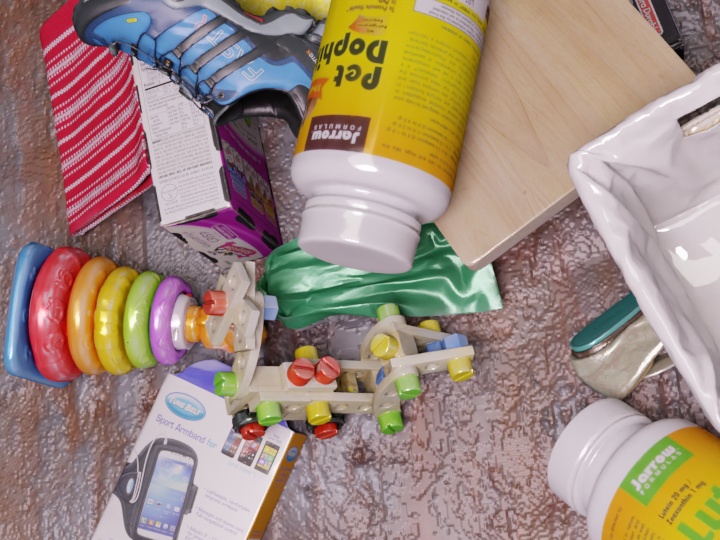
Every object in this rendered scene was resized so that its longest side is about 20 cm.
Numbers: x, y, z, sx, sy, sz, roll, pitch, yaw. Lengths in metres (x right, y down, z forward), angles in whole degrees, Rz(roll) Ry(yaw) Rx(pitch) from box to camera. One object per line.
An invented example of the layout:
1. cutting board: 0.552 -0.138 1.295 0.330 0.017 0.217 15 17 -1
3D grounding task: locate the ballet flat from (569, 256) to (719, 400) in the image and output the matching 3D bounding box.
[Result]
1. ballet flat: 0.241 0.019 0.886 0.200 0.067 0.062 -40 99 7

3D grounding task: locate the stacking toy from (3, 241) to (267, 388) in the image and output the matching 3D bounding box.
1. stacking toy: -0.169 0.040 0.955 0.199 0.116 0.110 3 78 12

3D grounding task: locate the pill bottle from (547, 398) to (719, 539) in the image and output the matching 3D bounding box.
1. pill bottle: 0.220 0.167 0.797 0.111 0.111 0.200 -53 46 -1

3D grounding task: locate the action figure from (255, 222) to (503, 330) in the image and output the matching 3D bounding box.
1. action figure: 0.000 0.000 0.946 0.199 0.055 0.118 -15 75 6

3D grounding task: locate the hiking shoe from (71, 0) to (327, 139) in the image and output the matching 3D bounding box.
1. hiking shoe: -0.109 -0.149 0.859 0.199 0.074 0.087 10 72 -1

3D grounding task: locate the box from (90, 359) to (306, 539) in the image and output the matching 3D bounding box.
1. box: -0.128 0.174 0.951 0.119 0.041 0.200 23 82 18

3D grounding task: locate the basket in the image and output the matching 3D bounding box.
1. basket: 0.267 -0.017 0.755 0.198 0.161 0.200 -30 67 11

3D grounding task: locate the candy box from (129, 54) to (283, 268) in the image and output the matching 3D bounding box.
1. candy box: -0.124 -0.116 0.963 0.061 0.136 0.201 -15 74 10

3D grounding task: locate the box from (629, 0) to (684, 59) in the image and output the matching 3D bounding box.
1. box: 0.129 -0.219 0.968 0.198 0.050 0.201 -20 74 11

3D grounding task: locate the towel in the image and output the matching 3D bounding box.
1. towel: -0.220 -0.146 1.019 0.144 0.022 0.201 -27 68 43

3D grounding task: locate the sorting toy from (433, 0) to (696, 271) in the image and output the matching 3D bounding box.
1. sorting toy: 0.111 -0.127 0.886 0.199 0.070 0.200 -37 66 6

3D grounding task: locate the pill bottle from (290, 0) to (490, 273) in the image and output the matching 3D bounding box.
1. pill bottle: 0.017 -0.104 0.814 0.109 0.109 0.201 9 78 16

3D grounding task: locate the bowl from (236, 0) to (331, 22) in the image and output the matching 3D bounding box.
1. bowl: -0.041 -0.267 0.939 0.200 0.108 0.201 -32 38 30

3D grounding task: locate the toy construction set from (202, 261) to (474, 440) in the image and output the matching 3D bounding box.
1. toy construction set: -0.029 0.067 0.885 0.200 0.131 0.092 18 51 -22
